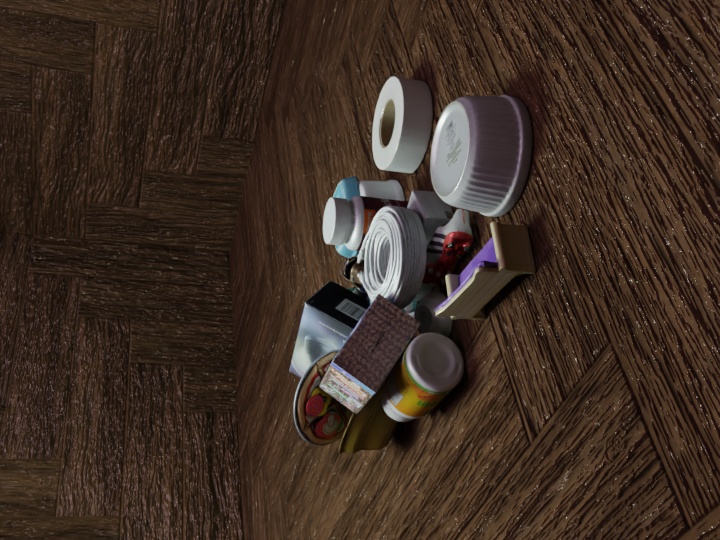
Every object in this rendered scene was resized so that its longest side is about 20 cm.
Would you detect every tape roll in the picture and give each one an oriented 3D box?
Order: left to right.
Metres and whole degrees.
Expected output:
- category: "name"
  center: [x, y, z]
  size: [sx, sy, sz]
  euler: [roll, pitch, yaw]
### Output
- category: "tape roll"
  center: [0.089, -0.317, 1.788]
  size: [0.202, 0.070, 0.206]
  euler: [-176, 90, -73]

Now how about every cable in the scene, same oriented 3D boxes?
- category: "cable"
  center: [0.063, -0.021, 1.569]
  size: [0.201, 0.068, 0.202]
  euler: [-110, 31, -47]

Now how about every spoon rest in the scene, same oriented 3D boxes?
- category: "spoon rest"
  center: [0.112, 0.095, 1.607]
  size: [0.199, 0.060, 0.101]
  euler: [-8, 84, 50]

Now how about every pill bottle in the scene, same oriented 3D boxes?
- category: "pill bottle"
  center: [0.028, -0.095, 1.711]
  size: [0.114, 0.197, 0.116]
  euler: [-176, 90, -72]
- category: "pill bottle"
  center: [0.107, 0.208, 1.528]
  size: [0.201, 0.109, 0.112]
  euler: [120, 150, -54]

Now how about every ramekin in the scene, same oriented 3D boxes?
- category: "ramekin"
  center: [0.026, -0.113, 1.895]
  size: [0.200, 0.096, 0.204]
  euler: [-175, 90, -73]
- category: "ramekin"
  center: [0.193, -0.194, 1.365]
  size: [0.200, 0.104, 0.203]
  euler: [-176, 90, -73]

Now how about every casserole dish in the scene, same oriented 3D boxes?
- category: "casserole dish"
  center: [-0.034, -0.122, 1.865]
  size: [0.122, 0.038, 0.202]
  euler: [118, 152, -52]

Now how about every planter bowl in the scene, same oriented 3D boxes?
- category: "planter bowl"
  center: [0.037, 0.311, 1.716]
  size: [0.202, 0.083, 0.201]
  euler: [-60, -12, -22]

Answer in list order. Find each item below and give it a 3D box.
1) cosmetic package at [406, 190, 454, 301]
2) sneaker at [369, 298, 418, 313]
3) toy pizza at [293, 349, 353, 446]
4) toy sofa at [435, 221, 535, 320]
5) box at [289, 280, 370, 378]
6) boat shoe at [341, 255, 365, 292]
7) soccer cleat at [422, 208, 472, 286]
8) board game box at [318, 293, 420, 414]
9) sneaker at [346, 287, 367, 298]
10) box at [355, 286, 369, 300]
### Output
- category: "cosmetic package"
  center: [0.118, -0.047, 1.624]
  size: [0.102, 0.073, 0.202]
  euler: [-110, 28, -52]
- category: "sneaker"
  center: [0.057, 0.050, 1.769]
  size: [0.200, 0.085, 0.079]
  euler: [-135, 53, -68]
- category: "toy pizza"
  center: [-0.054, 0.262, 1.668]
  size: [0.031, 0.199, 0.203]
  euler: [14, 100, 43]
- category: "toy sofa"
  center: [0.192, 0.004, 1.329]
  size: [0.200, 0.096, 0.084]
  euler: [123, 147, -58]
- category: "box"
  center: [-0.033, 0.169, 1.808]
  size: [0.123, 0.198, 0.200]
  euler: [-40, -29, -51]
- category: "boat shoe"
  center: [0.000, 0.000, 1.819]
  size: [0.073, 0.072, 0.200]
  euler: [-65, 6, -6]
- category: "soccer cleat"
  center: [0.154, -0.039, 1.529]
  size: [0.200, 0.068, 0.086]
  euler: [125, 157, -57]
- category: "board game box"
  center: [0.014, 0.163, 1.553]
  size: [0.160, 0.096, 0.200]
  euler: [-54, -4, -22]
- category: "sneaker"
  center: [-0.027, 0.085, 1.956]
  size: [0.092, 0.077, 0.200]
  euler: [-68, 17, -8]
- category: "box"
  center: [0.018, 0.081, 1.967]
  size: [0.137, 0.039, 0.203]
  euler: [-124, 42, -62]
